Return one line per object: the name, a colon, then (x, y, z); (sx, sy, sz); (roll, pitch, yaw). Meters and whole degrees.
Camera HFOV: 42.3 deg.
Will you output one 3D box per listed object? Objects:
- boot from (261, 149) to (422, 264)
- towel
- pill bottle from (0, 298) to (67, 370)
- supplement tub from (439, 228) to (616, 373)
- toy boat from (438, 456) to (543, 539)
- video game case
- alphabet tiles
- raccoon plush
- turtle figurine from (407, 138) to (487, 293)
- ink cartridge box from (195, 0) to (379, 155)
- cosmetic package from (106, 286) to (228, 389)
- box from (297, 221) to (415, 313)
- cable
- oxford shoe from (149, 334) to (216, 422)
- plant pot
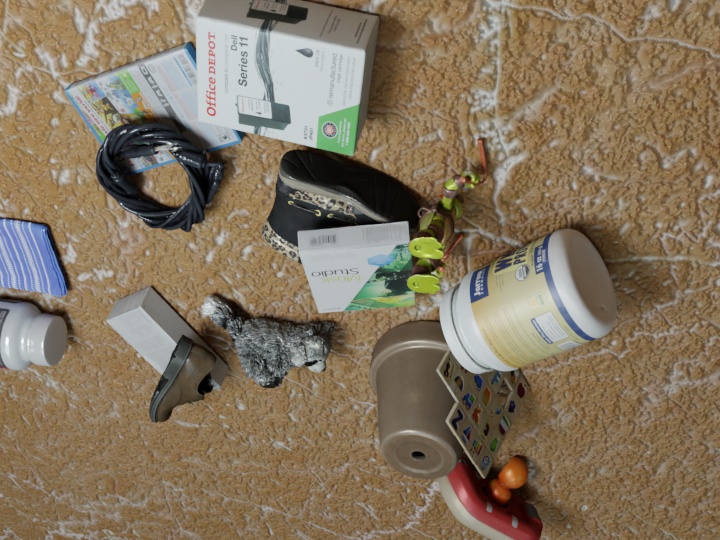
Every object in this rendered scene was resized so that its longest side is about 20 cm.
boot: (-0.031, -0.067, 1.232); (0.197, 0.074, 0.151); (18, 140, -12)
towel: (-0.562, -0.024, 1.457); (0.197, 0.024, 0.146); (7, 133, 10)
pill bottle: (-0.587, 0.103, 1.521); (0.197, 0.112, 0.112); (7, 134, 10)
supplement tub: (0.216, 0.046, 1.215); (0.198, 0.146, 0.144); (-26, 121, 33)
toy boat: (0.230, 0.365, 1.550); (0.198, 0.131, 0.132); (30, 103, -14)
video game case: (-0.267, -0.204, 1.207); (0.197, 0.018, 0.144); (-12, 129, 25)
alphabet tiles: (0.172, 0.170, 1.335); (0.007, 0.168, 0.201); (2, 137, 42)
raccoon plush: (-0.134, 0.090, 1.401); (0.199, 0.097, 0.134); (38, 123, -20)
turtle figurine: (0.099, -0.058, 1.156); (0.064, 0.162, 0.202); (23, 128, 6)
ink cartridge box: (-0.088, -0.232, 1.083); (0.197, 0.084, 0.148); (13, 134, 5)
cosmetic package: (-0.307, 0.118, 1.498); (0.082, 0.051, 0.201); (-18, 126, 32)
box: (0.000, 0.000, 1.243); (0.142, 0.037, 0.201); (-5, 156, 4)
cable: (-0.277, -0.117, 1.247); (0.161, 0.051, 0.200); (19, 146, -19)
oxford shoe: (-0.281, 0.189, 1.473); (0.083, 0.073, 0.201); (25, 135, -12)
plant pot: (0.097, 0.203, 1.378); (0.197, 0.176, 0.202); (9, 134, 9)
